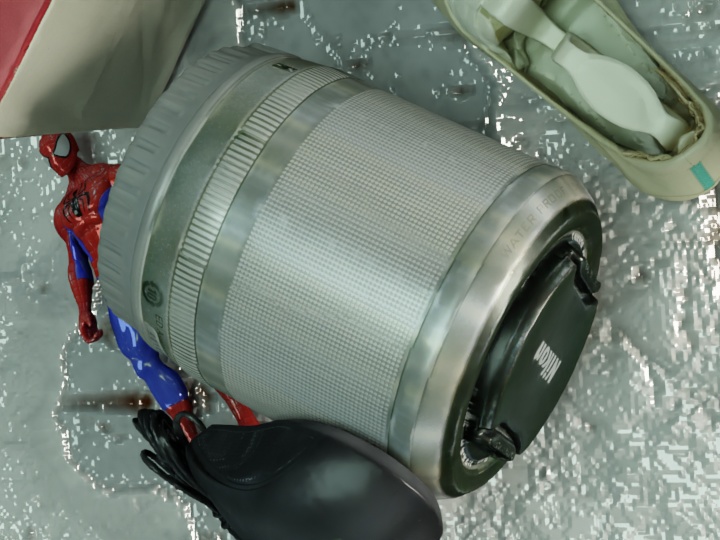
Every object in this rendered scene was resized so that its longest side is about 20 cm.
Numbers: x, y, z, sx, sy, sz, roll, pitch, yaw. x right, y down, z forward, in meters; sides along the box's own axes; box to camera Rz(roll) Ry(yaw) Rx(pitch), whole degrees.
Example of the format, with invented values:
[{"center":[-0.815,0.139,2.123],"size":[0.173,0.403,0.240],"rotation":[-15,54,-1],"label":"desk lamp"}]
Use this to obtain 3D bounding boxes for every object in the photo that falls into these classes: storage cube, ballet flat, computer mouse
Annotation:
[{"center":[-0.176,-0.182,0.933],"size":[0.179,0.200,0.172],"rotation":[32,105,13],"label":"storage cube"},{"center":[0.092,-0.110,0.885],"size":[0.200,0.069,0.070],"rotation":[43,109,16],"label":"ballet flat"},{"center":[-0.033,0.116,0.880],"size":[0.138,0.200,0.053],"rotation":[41,68,-16],"label":"computer mouse"}]

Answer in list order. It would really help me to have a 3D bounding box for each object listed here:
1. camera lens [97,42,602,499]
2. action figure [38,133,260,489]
[{"center":[0.000,0.000,0.881],"size":[0.199,0.160,0.161],"rotation":[26,103,21],"label":"camera lens"},{"center":[-0.117,0.013,0.999],"size":[0.065,0.052,0.201],"rotation":[-34,78,27],"label":"action figure"}]
